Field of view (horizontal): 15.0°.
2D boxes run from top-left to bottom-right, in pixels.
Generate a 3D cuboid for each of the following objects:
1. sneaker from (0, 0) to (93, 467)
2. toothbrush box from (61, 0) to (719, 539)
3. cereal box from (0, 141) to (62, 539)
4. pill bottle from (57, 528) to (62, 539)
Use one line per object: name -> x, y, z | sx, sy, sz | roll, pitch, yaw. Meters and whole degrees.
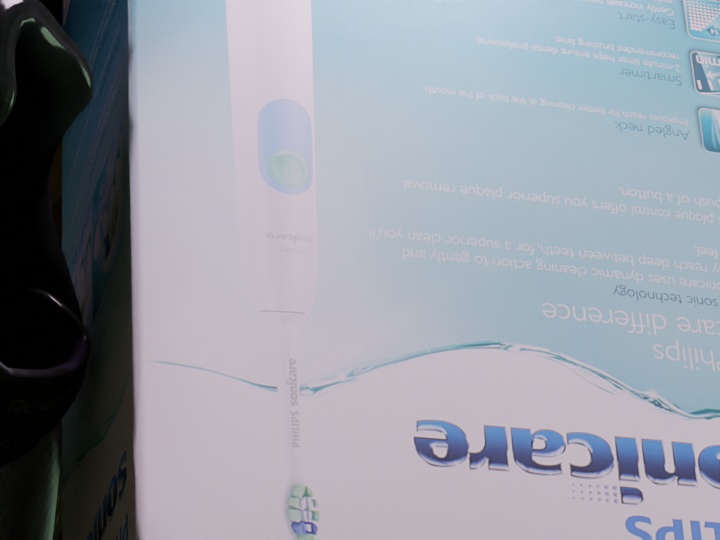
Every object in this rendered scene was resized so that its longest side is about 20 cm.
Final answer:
sneaker -> -0.102, 0.030, 0.560 | 0.076, 0.087, 0.201 | -29, 133, -54
toothbrush box -> 0.013, -0.005, 0.593 | 0.085, 0.146, 0.201 | 116, -26, -54
cereal box -> -0.116, 0.079, 0.735 | 0.144, 0.039, 0.201 | -67, 168, -63
pill bottle -> -0.017, 0.065, 0.724 | 0.114, 0.114, 0.200 | -57, 170, -65
